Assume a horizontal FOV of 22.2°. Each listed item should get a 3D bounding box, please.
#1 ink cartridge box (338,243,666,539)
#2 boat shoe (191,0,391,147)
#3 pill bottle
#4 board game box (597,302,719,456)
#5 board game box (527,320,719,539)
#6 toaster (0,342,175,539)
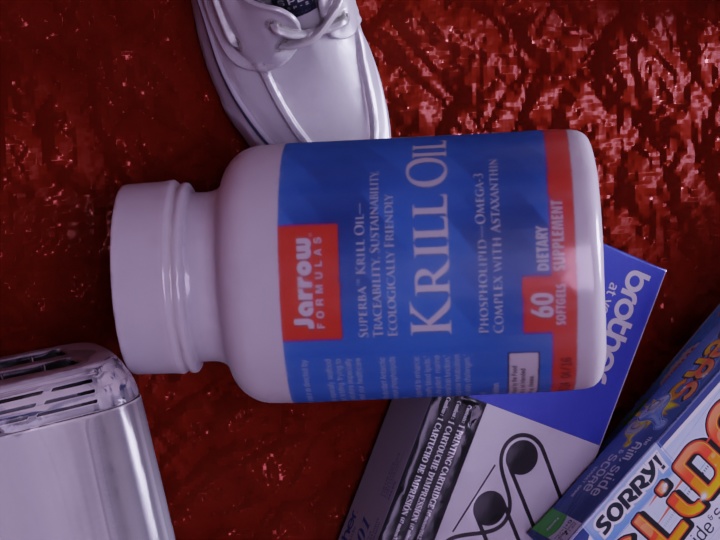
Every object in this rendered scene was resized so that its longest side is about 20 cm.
[{"bbox_3d":[0.063,0.075,0.867,0.094,0.044,0.200,22,88,-22],"label":"ink cartridge box"},{"bbox_3d":[-0.038,-0.120,0.796,0.074,0.065,0.200,-33,106,-14],"label":"boat shoe"},{"bbox_3d":[0.000,0.000,0.779,0.200,0.112,0.112,-4,98,3],"label":"pill bottle"},{"bbox_3d":[0.235,0.067,0.932,0.151,0.037,0.200,45,82,-19],"label":"board game box"},{"bbox_3d":[0.192,0.099,0.880,0.200,0.034,0.135,-47,111,-10],"label":"board game box"},{"bbox_3d":[-0.153,0.107,0.758,0.200,0.114,0.129,-12,98,-15],"label":"toaster"}]
